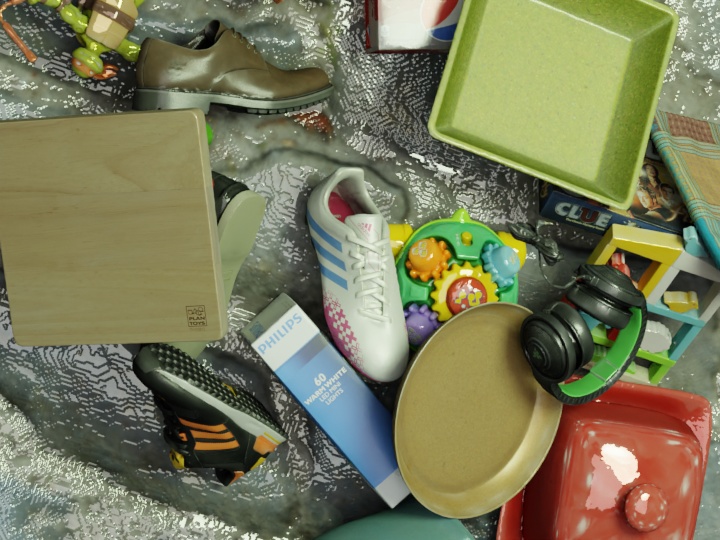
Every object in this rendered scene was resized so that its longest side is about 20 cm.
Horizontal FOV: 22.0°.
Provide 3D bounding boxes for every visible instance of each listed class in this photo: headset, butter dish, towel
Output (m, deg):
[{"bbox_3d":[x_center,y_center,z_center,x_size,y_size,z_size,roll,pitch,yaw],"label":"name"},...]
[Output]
[{"bbox_3d":[0.188,0.035,1.661,0.123,0.094,0.200,-44,140,-12],"label":"headset"},{"bbox_3d":[0.247,0.210,1.740,0.199,0.148,0.201,9,93,-12],"label":"butter dish"},{"bbox_3d":[0.347,-0.062,1.714,0.146,0.022,0.201,8,50,-41],"label":"towel"}]

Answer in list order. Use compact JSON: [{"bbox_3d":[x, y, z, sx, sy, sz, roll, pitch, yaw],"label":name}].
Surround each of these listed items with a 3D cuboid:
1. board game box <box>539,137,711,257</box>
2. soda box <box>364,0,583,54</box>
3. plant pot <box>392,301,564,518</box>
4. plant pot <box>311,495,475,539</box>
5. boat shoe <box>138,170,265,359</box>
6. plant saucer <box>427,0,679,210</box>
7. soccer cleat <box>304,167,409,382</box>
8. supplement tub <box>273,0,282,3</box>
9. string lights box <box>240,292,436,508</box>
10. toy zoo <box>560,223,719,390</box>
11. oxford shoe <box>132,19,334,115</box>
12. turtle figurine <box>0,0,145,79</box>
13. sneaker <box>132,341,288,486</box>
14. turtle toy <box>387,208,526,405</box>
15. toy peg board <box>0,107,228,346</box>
[{"bbox_3d":[0.263,-0.077,1.734,0.199,0.136,0.035,17,133,-12],"label":"board game box"},{"bbox_3d":[0.106,-0.237,1.720,0.198,0.063,0.071,-1,93,-11],"label":"soda box"},{"bbox_3d":[0.102,0.123,1.668,0.199,0.027,0.202,-11,109,-36],"label":"plant pot"},{"bbox_3d":[0.021,0.311,1.689,0.188,0.200,0.201,-35,100,-20],"label":"plant pot"},{"bbox_3d":[-0.155,0.007,1.694,0.063,0.074,0.202,30,102,27],"label":"boat shoe"},{"bbox_3d":[0.168,-0.173,1.663,0.199,0.048,0.201,20,74,-12],"label":"plant saucer"},{"bbox_3d":[0.000,0.000,1.668,0.069,0.086,0.201,-8,66,-28],"label":"soccer cleat"},{"bbox_3d":[-0.116,-0.338,1.640,0.200,0.123,0.123,42,86,-12],"label":"supplement tub"},{"bbox_3d":[-0.022,0.118,1.704,0.059,0.103,0.200,-41,101,-3],"label":"string lights box"},{"bbox_3d":[0.262,0.027,1.727,0.130,0.021,0.200,18,134,-11],"label":"toy zoo"},{"bbox_3d":[-0.107,-0.181,1.657,0.199,0.072,0.085,-1,96,-36],"label":"oxford shoe"},{"bbox_3d":[-0.213,-0.231,1.660,0.199,0.064,0.162,29,88,-21],"label":"turtle figurine"},{"bbox_3d":[-0.148,0.139,1.660,0.090,0.070,0.200,-49,140,4],"label":"sneaker"},{"bbox_3d":[0.087,0.043,1.719,0.145,0.101,0.202,3,96,-11],"label":"turtle toy"},{"bbox_3d":[-0.209,-0.045,1.636,0.199,0.098,0.201,-2,104,17],"label":"toy peg board"}]
